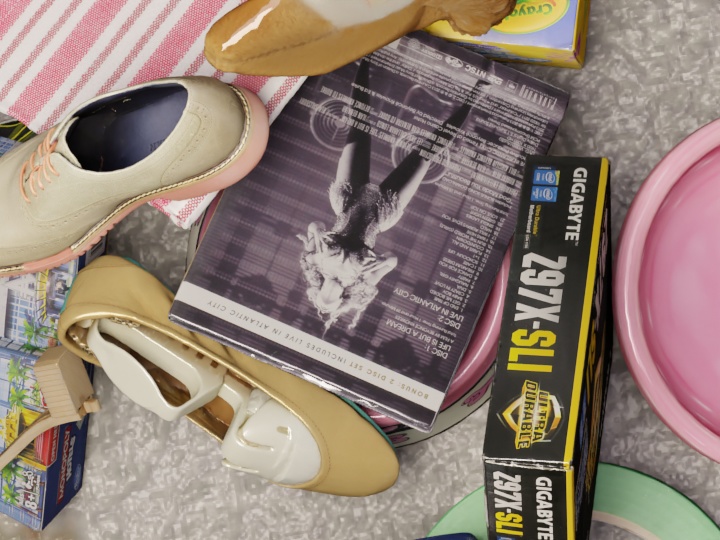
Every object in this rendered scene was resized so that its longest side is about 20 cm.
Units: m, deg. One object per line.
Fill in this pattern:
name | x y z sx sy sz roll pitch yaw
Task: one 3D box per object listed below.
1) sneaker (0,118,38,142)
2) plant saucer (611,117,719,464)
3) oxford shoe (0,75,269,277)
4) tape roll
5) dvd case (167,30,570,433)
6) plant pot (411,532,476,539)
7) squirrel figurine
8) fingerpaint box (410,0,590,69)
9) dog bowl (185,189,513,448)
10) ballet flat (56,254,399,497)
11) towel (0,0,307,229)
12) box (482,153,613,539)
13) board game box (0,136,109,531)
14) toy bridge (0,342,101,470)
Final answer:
sneaker | -0.167 -0.063 1.658 0.200 0.085 0.075 -23 83 5
plant saucer | 0.226 0.012 1.601 0.200 0.051 0.201 0 88 -12
oxford shoe | -0.148 -0.055 1.526 0.200 0.074 0.071 -25 65 21
tape roll | 0.118 0.203 1.625 0.200 0.048 0.201 0 86 7
dvd case | 0.006 -0.033 1.572 0.148 0.016 0.200 23 72 1
plant pot | -0.021 0.239 1.511 0.179 0.200 0.200 -4 87 4
squirrel figurine | -0.004 -0.207 1.554 0.200 0.142 0.187 2 42 -29
fingerpaint box | 0.032 -0.205 1.649 0.200 0.073 0.167 6 86 9
dog bowl | 0.000 0.000 1.631 0.200 0.074 0.201 0 90 3
ballet flat | -0.074 0.070 1.572 0.200 0.063 0.069 33 132 2
towel | -0.115 -0.118 1.607 0.200 0.030 0.146 31 78 33
box | 0.098 0.065 1.538 0.049 0.160 0.200 3 50 10
board game box | -0.244 0.019 1.645 0.199 0.062 0.200 14 115 14
toy bridge | -0.226 0.087 1.615 0.200 0.027 0.067 -10 111 24
